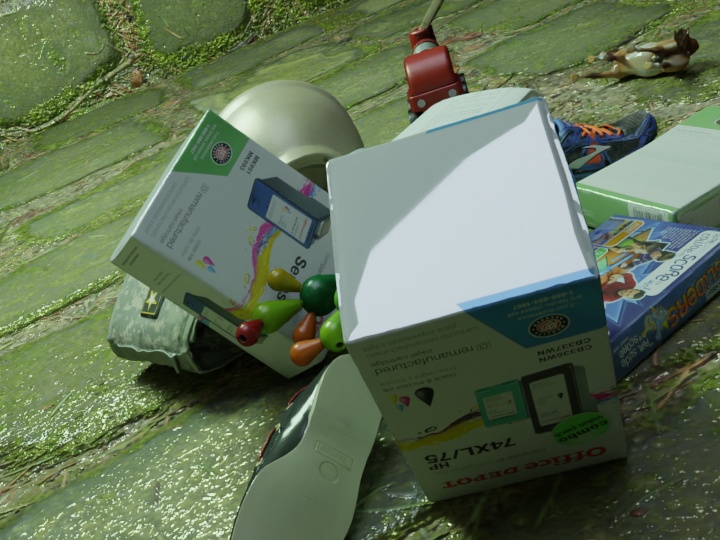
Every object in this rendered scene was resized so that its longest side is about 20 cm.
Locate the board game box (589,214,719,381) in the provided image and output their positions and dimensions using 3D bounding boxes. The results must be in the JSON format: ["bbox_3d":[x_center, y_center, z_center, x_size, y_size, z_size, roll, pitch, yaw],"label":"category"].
[{"bbox_3d":[0.204,0.021,0.796,0.198,0.035,0.134,-33,26,-26],"label":"board game box"}]

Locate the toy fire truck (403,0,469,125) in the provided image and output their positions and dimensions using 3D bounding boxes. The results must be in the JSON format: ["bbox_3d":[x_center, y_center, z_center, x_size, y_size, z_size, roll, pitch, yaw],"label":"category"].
[{"bbox_3d":[0.111,-0.318,1.405,0.126,0.203,0.177,-15,23,9],"label":"toy fire truck"}]

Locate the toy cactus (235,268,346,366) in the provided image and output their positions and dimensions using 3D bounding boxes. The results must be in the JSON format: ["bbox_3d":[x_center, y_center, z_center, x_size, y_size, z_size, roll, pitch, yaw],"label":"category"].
[{"bbox_3d":[0.000,0.000,0.791,0.198,0.103,0.165,-32,2,19],"label":"toy cactus"}]

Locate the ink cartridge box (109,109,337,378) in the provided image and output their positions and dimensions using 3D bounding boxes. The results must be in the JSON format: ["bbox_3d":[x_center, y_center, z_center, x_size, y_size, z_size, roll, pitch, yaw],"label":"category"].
[{"bbox_3d":[-0.099,-0.021,0.867,0.087,0.199,0.147,-28,30,58],"label":"ink cartridge box"}]

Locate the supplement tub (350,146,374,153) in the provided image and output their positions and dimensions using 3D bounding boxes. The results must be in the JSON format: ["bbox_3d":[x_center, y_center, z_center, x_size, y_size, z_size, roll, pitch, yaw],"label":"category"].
[{"bbox_3d":[0.071,-0.066,0.984,0.198,0.124,0.122,5,32,44],"label":"supplement tub"}]

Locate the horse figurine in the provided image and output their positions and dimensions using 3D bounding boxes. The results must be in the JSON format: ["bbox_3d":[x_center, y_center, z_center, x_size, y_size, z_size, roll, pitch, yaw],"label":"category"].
[{"bbox_3d":[0.381,-0.287,1.300,0.131,0.051,0.199,-14,8,-33],"label":"horse figurine"}]

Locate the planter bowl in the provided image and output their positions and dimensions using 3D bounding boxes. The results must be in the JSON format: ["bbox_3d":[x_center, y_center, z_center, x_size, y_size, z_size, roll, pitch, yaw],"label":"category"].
[{"bbox_3d":[-0.073,-0.099,1.097,0.197,0.203,0.135,-23,32,-10],"label":"planter bowl"}]

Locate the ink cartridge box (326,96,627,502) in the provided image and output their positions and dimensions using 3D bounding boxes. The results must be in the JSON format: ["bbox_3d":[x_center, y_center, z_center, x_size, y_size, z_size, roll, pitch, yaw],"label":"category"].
[{"bbox_3d":[0.079,0.027,0.623,0.144,0.201,0.148,-15,49,10],"label":"ink cartridge box"}]

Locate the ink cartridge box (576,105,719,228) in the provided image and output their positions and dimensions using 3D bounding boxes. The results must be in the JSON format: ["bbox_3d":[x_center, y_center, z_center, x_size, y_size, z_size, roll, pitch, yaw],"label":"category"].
[{"bbox_3d":[0.326,-0.095,0.939,0.198,0.049,0.145,-28,24,-19],"label":"ink cartridge box"}]

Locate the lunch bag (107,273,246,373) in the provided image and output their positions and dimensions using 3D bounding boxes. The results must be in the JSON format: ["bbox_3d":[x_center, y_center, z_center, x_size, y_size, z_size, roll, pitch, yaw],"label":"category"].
[{"bbox_3d":[-0.152,0.023,0.979,0.162,0.119,0.200,2,35,48],"label":"lunch bag"}]

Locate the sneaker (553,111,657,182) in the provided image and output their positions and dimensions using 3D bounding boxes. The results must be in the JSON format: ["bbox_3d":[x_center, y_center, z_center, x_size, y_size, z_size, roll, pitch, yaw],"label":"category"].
[{"bbox_3d":[0.238,-0.133,1.052,0.197,0.080,0.075,-25,24,-12],"label":"sneaker"}]

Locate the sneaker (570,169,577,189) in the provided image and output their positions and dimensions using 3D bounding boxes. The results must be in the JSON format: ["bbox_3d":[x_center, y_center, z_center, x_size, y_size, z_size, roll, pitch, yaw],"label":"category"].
[{"bbox_3d":[0.120,-0.029,0.852,0.200,0.083,0.070,-48,28,-12],"label":"sneaker"}]

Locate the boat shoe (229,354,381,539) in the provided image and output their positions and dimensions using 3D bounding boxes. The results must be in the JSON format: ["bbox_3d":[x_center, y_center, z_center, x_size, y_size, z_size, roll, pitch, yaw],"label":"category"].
[{"bbox_3d":[-0.040,0.150,0.683,0.063,0.073,0.203,-47,11,45],"label":"boat shoe"}]

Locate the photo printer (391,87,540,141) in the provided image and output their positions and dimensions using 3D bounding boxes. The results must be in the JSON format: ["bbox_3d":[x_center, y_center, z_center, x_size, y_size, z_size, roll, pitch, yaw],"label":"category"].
[{"bbox_3d":[0.137,-0.172,1.232,0.164,0.071,0.200,-3,27,34],"label":"photo printer"}]
